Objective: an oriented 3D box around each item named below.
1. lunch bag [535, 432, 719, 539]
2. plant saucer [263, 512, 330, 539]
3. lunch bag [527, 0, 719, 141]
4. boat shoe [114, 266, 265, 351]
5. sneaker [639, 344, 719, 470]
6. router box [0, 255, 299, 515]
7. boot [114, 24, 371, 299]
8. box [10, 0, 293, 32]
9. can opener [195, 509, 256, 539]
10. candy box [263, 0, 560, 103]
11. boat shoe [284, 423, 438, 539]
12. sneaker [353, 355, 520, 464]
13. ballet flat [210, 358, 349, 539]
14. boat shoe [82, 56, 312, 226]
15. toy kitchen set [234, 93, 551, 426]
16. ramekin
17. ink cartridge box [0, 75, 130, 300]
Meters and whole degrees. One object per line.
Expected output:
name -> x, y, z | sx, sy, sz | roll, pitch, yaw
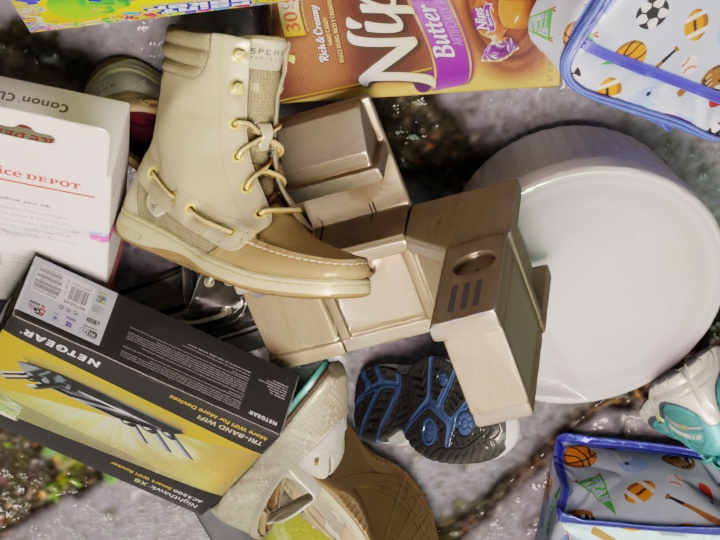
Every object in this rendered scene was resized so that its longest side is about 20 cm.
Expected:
lunch bag -> 0.236, 0.224, 1.819 | 0.199, 0.124, 0.170 | 6, 127, -1
plant saucer -> -0.011, 0.297, 1.876 | 0.199, 0.048, 0.200 | 14, 120, -17
lunch bag -> 0.216, -0.168, 1.561 | 0.200, 0.076, 0.160 | 16, 114, -38
boat shoe -> -0.104, 0.021, 1.667 | 0.199, 0.071, 0.064 | -21, 125, 7
sneaker -> 0.252, 0.112, 1.725 | 0.077, 0.200, 0.080 | -31, 78, 6
router box -> -0.164, 0.083, 1.616 | 0.200, 0.052, 0.157 | 25, 146, -12
boot -> -0.063, -0.070, 1.490 | 0.073, 0.200, 0.156 | 5, 101, -50
box -> -0.117, -0.229, 1.408 | 0.199, 0.193, 0.122 | -7, 86, -2
can opener -> -0.106, 0.140, 1.756 | 0.067, 0.053, 0.200 | -21, 125, 7
candy box -> 0.034, -0.178, 1.566 | 0.199, 0.057, 0.117 | -4, 124, -5
boat shoe -> -0.013, 0.171, 1.788 | 0.065, 0.072, 0.200 | -5, 137, 45
sneaker -> 0.068, 0.098, 1.690 | 0.077, 0.200, 0.076 | 5, 93, -25
ballet flat -> -0.044, 0.130, 1.673 | 0.062, 0.067, 0.200 | 40, 139, -1
boat shoe -> -0.103, -0.070, 1.609 | 0.200, 0.066, 0.074 | 26, 116, -23
toy kitchen set -> 0.000, 0.000, 1.514 | 0.199, 0.181, 0.164 | -14, 116, 16
ramekin -> 0.151, -0.011, 1.670 | 0.202, 0.094, 0.203 | -4, 124, -6
ink cartridge box -> -0.214, -0.061, 1.548 | 0.116, 0.068, 0.200 | 11, 143, 0
